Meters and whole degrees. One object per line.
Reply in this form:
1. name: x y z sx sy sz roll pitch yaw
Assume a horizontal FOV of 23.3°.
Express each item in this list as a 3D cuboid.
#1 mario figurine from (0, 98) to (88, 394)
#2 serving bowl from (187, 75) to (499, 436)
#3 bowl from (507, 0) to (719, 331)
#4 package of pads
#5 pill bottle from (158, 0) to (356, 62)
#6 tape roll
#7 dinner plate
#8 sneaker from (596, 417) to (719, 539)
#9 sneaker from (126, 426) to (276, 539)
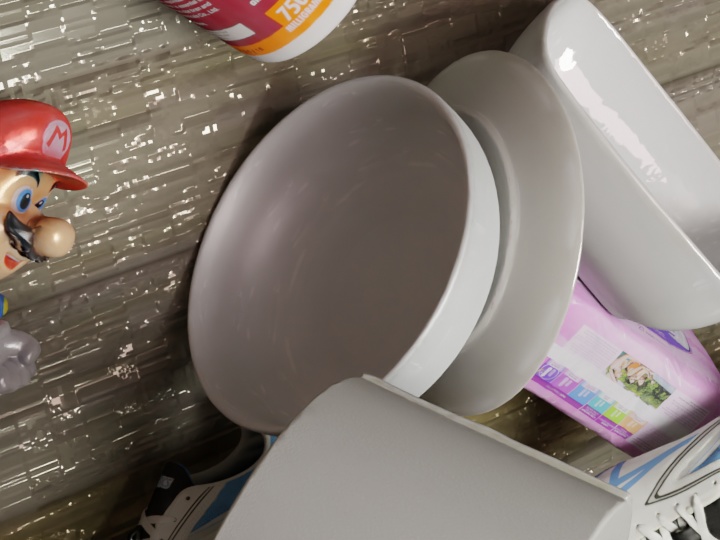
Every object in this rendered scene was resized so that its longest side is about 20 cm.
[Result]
1. mario figurine: -0.185 0.014 0.848 0.106 0.123 0.200 24 89 -23
2. serving bowl: 0.000 0.000 0.925 0.066 0.200 0.200 28 83 -40
3. bowl: 0.148 -0.058 1.027 0.200 0.075 0.200 50 24 -6
4. package of pads: 0.132 0.035 1.066 0.200 0.121 0.076 32 112 -35
5. pill bottle: -0.094 -0.196 0.872 0.200 0.113 0.113 28 82 -35
6. tape roll: 0.017 0.165 0.781 0.203 0.139 0.203 -54 158 -34
7. dinner plate: 0.052 -0.021 0.953 0.024 0.200 0.201 5 96 -30
8. sneaker: 0.192 0.140 1.026 0.200 0.072 0.072 -35 110 6
9. sneaker: -0.107 0.154 0.963 0.200 0.072 0.073 -44 101 -19
